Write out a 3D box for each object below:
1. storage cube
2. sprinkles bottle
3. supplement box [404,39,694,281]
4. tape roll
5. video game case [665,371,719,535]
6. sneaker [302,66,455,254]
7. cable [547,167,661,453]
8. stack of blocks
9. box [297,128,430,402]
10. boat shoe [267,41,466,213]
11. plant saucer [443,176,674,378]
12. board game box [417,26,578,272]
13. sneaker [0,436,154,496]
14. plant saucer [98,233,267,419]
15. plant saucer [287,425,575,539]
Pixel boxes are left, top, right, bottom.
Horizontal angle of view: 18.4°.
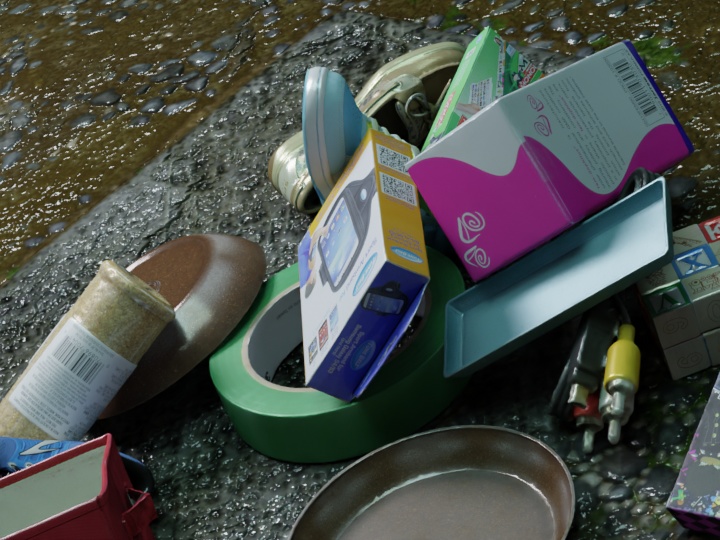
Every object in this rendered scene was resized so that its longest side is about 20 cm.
[{"bbox_3d":[-0.196,0.228,1.337,0.199,0.180,0.171,-22,9,-2],"label":"storage cube"},{"bbox_3d":[-0.219,0.090,1.627,0.200,0.068,0.068,-53,37,0],"label":"sprinkles bottle"},{"bbox_3d":[0.139,-0.082,1.604,0.103,0.101,0.200,-32,-3,37],"label":"supplement box"},{"bbox_3d":[-0.011,0.057,1.639,0.200,0.048,0.201,-16,33,10],"label":"tape roll"},{"bbox_3d":[0.308,0.091,1.363,0.199,0.036,0.182,8,63,38],"label":"video game case"},{"bbox_3d":[0.031,-0.083,1.689,0.130,0.200,0.080,-4,51,12],"label":"sneaker"},{"bbox_3d":[0.175,0.031,1.516,0.050,0.097,0.201,23,61,-5],"label":"cable"},{"bbox_3d":[0.293,0.004,1.526,0.199,0.059,0.115,-20,33,3],"label":"stack of blocks"},{"bbox_3d":[0.000,0.000,1.574,0.119,0.041,0.200,-58,18,28],"label":"box"},{"bbox_3d":[0.019,-0.115,1.857,0.200,0.073,0.063,-37,40,-3],"label":"boat shoe"},{"bbox_3d":[0.135,0.009,1.511,0.200,0.019,0.070,-32,38,34],"label":"plant saucer"},{"bbox_3d":[0.116,-0.084,1.694,0.029,0.134,0.200,-40,16,40],"label":"board game box"},{"bbox_3d":[-0.219,0.143,1.522,0.089,0.079,0.200,-11,-8,36],"label":"sneaker"},{"bbox_3d":[-0.163,0.033,1.726,0.200,0.037,0.201,-30,25,16],"label":"plant saucer"},{"bbox_3d":[0.047,0.178,1.447,0.199,0.032,0.200,-15,34,11],"label":"plant saucer"}]
